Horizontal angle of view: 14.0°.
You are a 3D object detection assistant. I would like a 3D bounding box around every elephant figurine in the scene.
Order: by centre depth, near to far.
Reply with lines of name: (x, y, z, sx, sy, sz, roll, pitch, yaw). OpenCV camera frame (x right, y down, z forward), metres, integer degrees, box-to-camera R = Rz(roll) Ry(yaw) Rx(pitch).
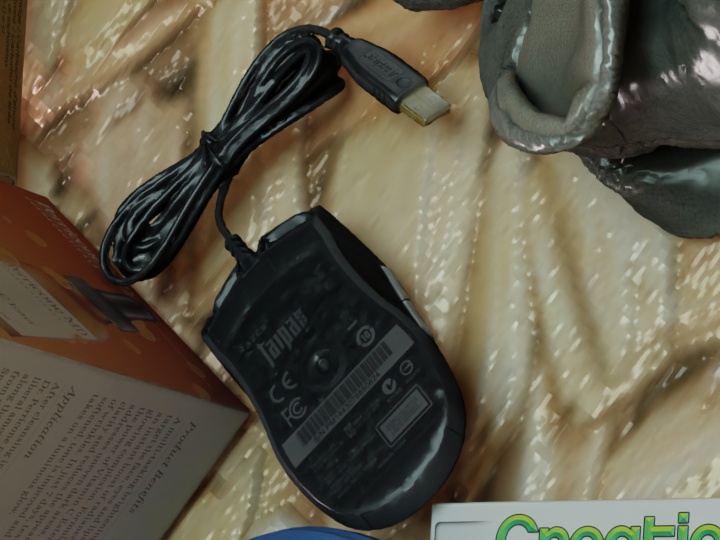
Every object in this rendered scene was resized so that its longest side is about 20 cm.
elephant figurine: (0.099, -0.078, 1.019, 0.200, 0.155, 0.142, -33, 105, 33)

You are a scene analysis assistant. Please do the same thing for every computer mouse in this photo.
computer mouse: (0.000, 0.000, 1.098, 0.141, 0.046, 0.200, -50, 52, 6)

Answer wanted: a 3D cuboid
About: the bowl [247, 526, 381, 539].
bowl: (-0.027, 0.190, 1.035, 0.200, 0.039, 0.202, -9, 77, 44)

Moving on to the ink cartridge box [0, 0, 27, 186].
ink cartridge box: (-0.225, -0.128, 1.232, 0.164, 0.075, 0.202, -3, 74, 20)

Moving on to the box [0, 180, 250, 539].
box: (-0.167, 0.032, 1.096, 0.152, 0.200, 0.107, 43, 102, 33)

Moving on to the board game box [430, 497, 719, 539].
board game box: (0.112, 0.141, 0.990, 0.199, 0.035, 0.127, -4, 76, 31)
